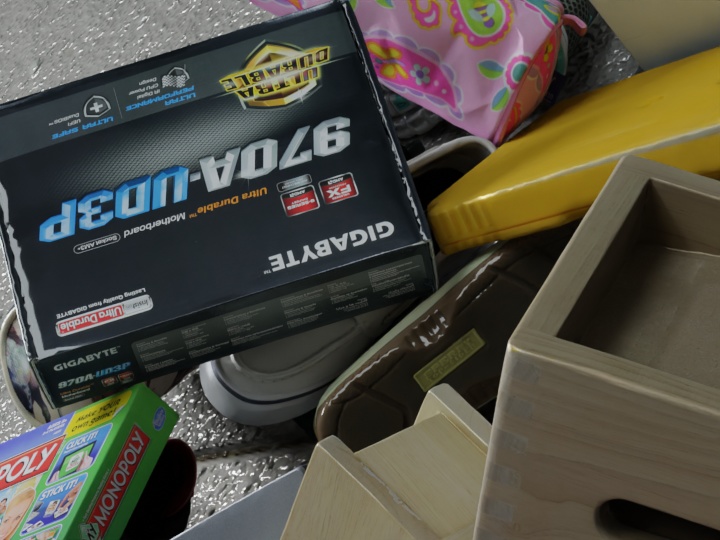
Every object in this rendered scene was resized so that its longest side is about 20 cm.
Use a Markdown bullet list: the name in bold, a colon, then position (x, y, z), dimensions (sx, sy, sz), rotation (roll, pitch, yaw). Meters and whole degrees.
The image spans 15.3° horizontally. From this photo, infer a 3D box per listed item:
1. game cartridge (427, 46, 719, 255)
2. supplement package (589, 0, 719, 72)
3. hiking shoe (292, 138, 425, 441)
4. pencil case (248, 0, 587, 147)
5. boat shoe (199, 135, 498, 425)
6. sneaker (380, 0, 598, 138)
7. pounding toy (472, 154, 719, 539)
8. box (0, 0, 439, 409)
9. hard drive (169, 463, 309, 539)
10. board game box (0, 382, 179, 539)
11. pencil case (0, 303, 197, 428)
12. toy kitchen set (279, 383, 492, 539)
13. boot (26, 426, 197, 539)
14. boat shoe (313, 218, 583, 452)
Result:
- **game cartridge**: position (0.146, -0.068, 1.293), dimensions (0.199, 0.033, 0.176), rotation (-18, 12, 36)
- **supplement package**: position (0.171, -0.245, 1.380), dimensions (0.147, 0.200, 0.192), rotation (-20, 38, 32)
- **hiking shoe**: position (-0.010, 0.001, 1.405), dimensions (0.086, 0.074, 0.201), rotation (-28, 35, 23)
- **pencil case**: position (0.015, -0.143, 1.390), dimensions (0.088, 0.199, 0.087), rotation (-58, -8, -13)
- **boat shoe**: position (0.000, 0.000, 1.334), dimensions (0.200, 0.072, 0.066), rotation (-35, -18, -30)
- **sneaker**: position (0.055, -0.130, 1.509), dimensions (0.199, 0.078, 0.091), rotation (-1, 34, 43)
- **pounding toy**: position (0.159, 0.083, 1.043), dimensions (0.199, 0.143, 0.184), rotation (18, 36, 14)
- **box**: position (-0.077, -0.035, 1.301), dimensions (0.199, 0.046, 0.160), rotation (-17, 55, -1)
- **hard drive**: position (-0.055, 0.139, 1.245), dimensions (0.200, 0.135, 0.042), rotation (-32, 75, 33)
- **board game box**: position (-0.182, 0.137, 1.288), dimensions (0.200, 0.029, 0.135), rotation (-24, 32, 42)
- **pencil case**: position (-0.125, 0.027, 1.415), dimensions (0.077, 0.090, 0.200), rotation (-3, 8, 12)
- **toy kitchen set**: position (0.081, 0.169, 1.136), dimensions (0.163, 0.181, 0.200), rotation (-22, 54, -41)
- **boot**: position (-0.127, 0.110, 1.371), dimensions (0.144, 0.072, 0.200), rotation (-38, 17, 24)
- **boat shoe**: position (0.061, 0.025, 1.308), dimensions (0.199, 0.072, 0.076), rotation (-30, 9, 0)
